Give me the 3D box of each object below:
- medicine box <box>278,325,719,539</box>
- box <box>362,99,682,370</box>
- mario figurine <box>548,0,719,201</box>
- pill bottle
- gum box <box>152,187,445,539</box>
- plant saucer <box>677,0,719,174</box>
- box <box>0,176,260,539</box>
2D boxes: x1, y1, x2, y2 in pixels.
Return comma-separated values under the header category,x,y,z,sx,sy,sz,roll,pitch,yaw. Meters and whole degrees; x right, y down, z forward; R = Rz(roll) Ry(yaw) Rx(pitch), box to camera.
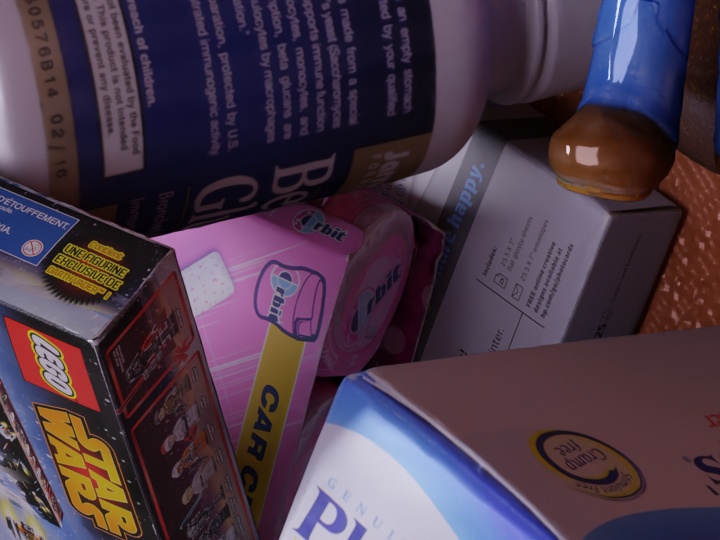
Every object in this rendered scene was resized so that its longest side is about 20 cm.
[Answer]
category,x,y,z,sx,sy,sz,roll,pitch,yaw
medicine box,0.055,0.129,0.866,0.103,0.182,0.201,37,117,35
box,0.000,0.000,1.007,0.200,0.041,0.156,38,118,36
mario figurine,0.094,-0.117,0.810,0.106,0.123,0.201,16,108,55
pill bottle,-0.029,-0.074,0.890,0.111,0.199,0.112,166,90,-71
gum box,-0.055,0.051,0.974,0.113,0.066,0.201,24,110,26
plant saucer,0.123,-0.122,0.885,0.200,0.037,0.201,3,94,43
box,-0.098,0.049,0.872,0.137,0.040,0.200,23,147,27
